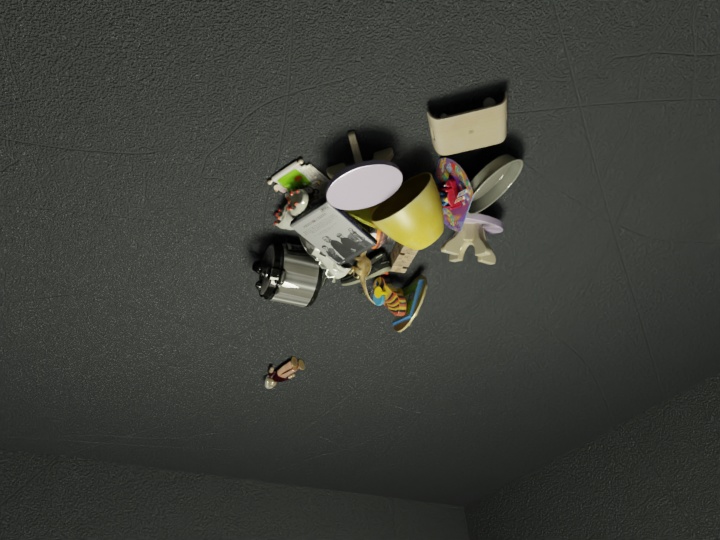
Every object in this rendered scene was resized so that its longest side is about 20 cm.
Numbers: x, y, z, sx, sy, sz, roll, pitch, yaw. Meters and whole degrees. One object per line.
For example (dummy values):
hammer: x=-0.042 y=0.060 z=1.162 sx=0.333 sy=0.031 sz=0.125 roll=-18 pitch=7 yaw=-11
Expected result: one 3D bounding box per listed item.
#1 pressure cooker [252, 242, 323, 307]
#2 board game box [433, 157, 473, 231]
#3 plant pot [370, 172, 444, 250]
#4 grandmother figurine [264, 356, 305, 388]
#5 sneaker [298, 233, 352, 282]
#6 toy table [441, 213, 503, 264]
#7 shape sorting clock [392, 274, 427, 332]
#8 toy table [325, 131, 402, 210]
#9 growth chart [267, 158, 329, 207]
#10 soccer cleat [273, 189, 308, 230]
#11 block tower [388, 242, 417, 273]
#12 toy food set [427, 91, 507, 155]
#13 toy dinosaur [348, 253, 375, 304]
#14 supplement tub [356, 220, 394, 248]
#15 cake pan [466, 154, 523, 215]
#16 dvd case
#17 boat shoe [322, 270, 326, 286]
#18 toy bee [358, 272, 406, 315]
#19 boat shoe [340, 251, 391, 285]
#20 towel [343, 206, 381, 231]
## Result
pressure cooker: x=-0.226 y=0.011 z=1.762 sx=0.196 sy=0.181 sz=0.176 roll=12 pitch=141 yaw=-23
board game box: x=0.227 y=-0.199 z=1.578 sx=0.038 sy=0.159 sz=0.202 roll=-20 pitch=147 yaw=-23
plant pot: x=0.145 y=-0.142 z=1.572 sx=0.198 sy=0.201 sz=0.143 roll=-29 pitch=112 yaw=27
grandmother figurine: x=-0.316 y=0.413 z=2.340 sx=0.120 sy=0.061 sz=0.199 roll=34 pitch=124 yaw=-28
sneaker: x=-0.099 y=-0.063 z=1.715 sx=0.088 sy=0.075 sz=0.201 roll=-28 pitch=118 yaw=24
toy table: x=0.323 y=-0.093 z=1.707 sx=0.196 sy=0.120 sz=0.184 roll=10 pitch=170 yaw=-13
shape sorting clock: x=0.164 y=0.108 z=1.917 sx=0.039 sy=0.202 sz=0.201 roll=22 pitch=135 yaw=-13
toy table: x=0.002 y=-0.249 z=1.511 sx=0.196 sy=0.118 sz=0.186 roll=-8 pitch=136 yaw=-4
growth chart: x=-0.144 y=-0.226 z=1.612 sx=0.144 sy=0.018 sz=0.199 roll=-34 pitch=132 yaw=31
soccer cleat: x=-0.175 y=-0.166 z=1.622 sx=0.076 sy=0.071 sz=0.199 roll=14 pitch=156 yaw=-23
block tower: x=0.143 y=-0.071 z=1.808 sx=0.057 sy=0.055 sz=0.201 roll=7 pitch=140 yaw=-16
toy food set: x=0.271 y=-0.369 z=1.468 sx=0.196 sy=0.062 sz=0.144 roll=-11 pitch=152 yaw=8
toy dinosaur: x=0.000 y=0.000 z=1.798 sx=0.057 sy=0.205 sz=0.100 roll=-1 pitch=-178 yaw=-42
supplement tub: x=0.004 y=-0.121 z=1.687 sx=0.196 sy=0.108 sz=0.108 roll=6 pitch=140 yaw=-14
cake pan: x=0.350 y=-0.233 z=1.578 sx=0.199 sy=0.037 sz=0.201 roll=-34 pitch=160 yaw=-14
dvd case: x=-0.073 y=-0.101 z=1.598 sx=0.149 sy=0.025 sz=0.199 roll=-26 pitch=128 yaw=34
boat shoe: x=-0.087 y=-0.014 z=1.827 sx=0.065 sy=0.075 sz=0.201 roll=22 pitch=128 yaw=0
toy bee: x=0.076 y=0.061 z=1.910 sx=0.130 sy=0.197 sz=0.111 roll=-10 pitch=120 yaw=-63
boat shoe: x=0.012 y=-0.001 z=1.880 sx=0.198 sy=0.069 sz=0.071 roll=-23 pitch=177 yaw=37
towel: x=0.004 y=-0.162 z=1.612 sx=0.197 sy=0.087 sz=0.018 roll=23 pitch=131 yaw=-25
